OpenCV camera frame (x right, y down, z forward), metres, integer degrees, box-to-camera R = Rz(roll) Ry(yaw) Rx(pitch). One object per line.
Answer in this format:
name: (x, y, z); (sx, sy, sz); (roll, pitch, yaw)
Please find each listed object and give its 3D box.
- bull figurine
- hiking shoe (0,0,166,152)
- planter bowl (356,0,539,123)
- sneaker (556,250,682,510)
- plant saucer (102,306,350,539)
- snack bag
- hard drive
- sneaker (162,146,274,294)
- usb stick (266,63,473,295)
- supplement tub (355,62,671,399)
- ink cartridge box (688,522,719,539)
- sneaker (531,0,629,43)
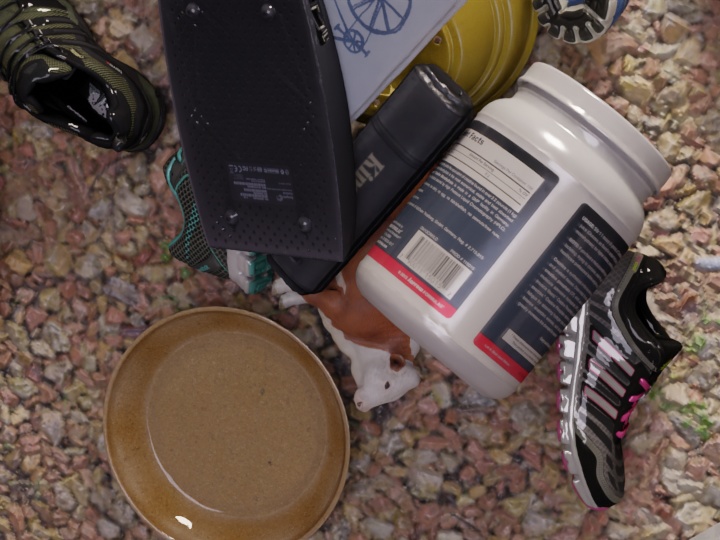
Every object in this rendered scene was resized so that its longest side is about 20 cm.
bull figurine: (0.000, 0.000, 1.349); (0.120, 0.065, 0.202); (13, 101, 10)
hiking shoe: (-0.235, -0.161, 1.348); (0.199, 0.101, 0.076); (35, 102, 3)
planter bowl: (0.023, -0.169, 1.274); (0.199, 0.084, 0.202); (5, 122, 8)
sneaker: (0.190, 0.076, 1.322); (0.087, 0.074, 0.202); (-1, 94, 16)
plant saucer: (-0.099, 0.122, 1.393); (0.198, 0.035, 0.202); (3, 103, 15)
snack bag: (-0.037, -0.207, 1.209); (0.200, 0.021, 0.189); (50, 134, 4)
hard drive: (-0.066, -0.109, 1.240); (0.134, 0.042, 0.202); (6, 116, 35)
sneaker: (-0.106, -0.083, 1.348); (0.090, 0.078, 0.202); (11, 108, 20)
usb stick: (0.005, -0.062, 1.270); (0.055, 0.033, 0.200); (44, 120, 4)
supplement tub: (0.105, -0.026, 1.249); (0.140, 0.140, 0.200); (39, 90, 2)
ink cartridge box: (0.280, 0.285, 1.333); (0.199, 0.084, 0.176); (-32, 92, 13)
sneaker: (0.151, -0.264, 1.273); (0.078, 0.089, 0.202); (0, 104, 29)
